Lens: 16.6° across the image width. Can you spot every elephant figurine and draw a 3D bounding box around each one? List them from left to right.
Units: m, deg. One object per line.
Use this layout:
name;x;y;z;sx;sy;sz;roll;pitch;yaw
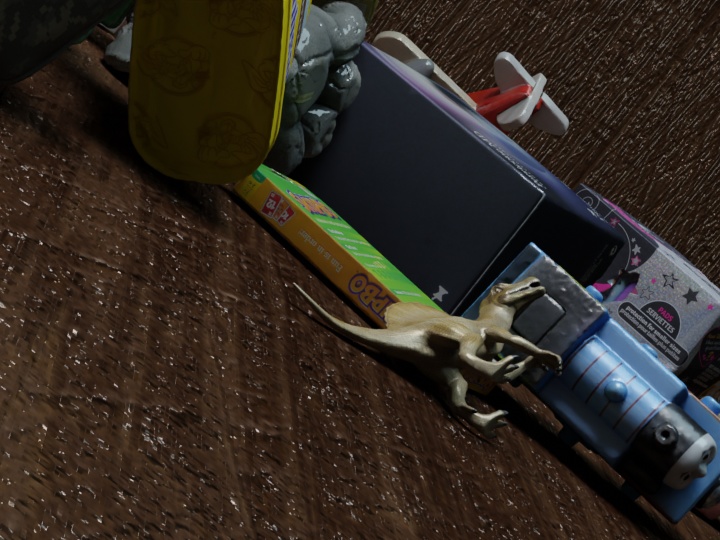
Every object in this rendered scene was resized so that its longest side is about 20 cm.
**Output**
elephant figurine;-0.109;-0.157;1.692;0.200;0.155;0.142;30;48;17

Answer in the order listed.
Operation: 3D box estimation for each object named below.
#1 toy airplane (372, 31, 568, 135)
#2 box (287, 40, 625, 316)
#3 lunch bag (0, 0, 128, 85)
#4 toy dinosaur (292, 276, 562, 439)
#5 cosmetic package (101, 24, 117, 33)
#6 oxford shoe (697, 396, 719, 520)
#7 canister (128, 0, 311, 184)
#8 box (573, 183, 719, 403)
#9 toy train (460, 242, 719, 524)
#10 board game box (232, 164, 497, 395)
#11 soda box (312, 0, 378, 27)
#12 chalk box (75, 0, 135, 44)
toy airplane;0.099;-0.125;2.368;0.200;0.141;0.199;27;-30;22
box;0.062;-0.052;1.795;0.200;0.123;0.198;41;9;23
lunch bag;-0.180;-0.217;1.284;0.168;0.200;0.139;38;-18;39
toy dinosaur;0.047;0.045;1.408;0.200;0.058;0.101;-5;36;-48
cosmetic package;-0.156;-0.278;1.804;0.051;0.200;0.083;45;9;38
oxford shoe;0.298;0.165;1.781;0.200;0.075;0.070;36;7;-24
canister;-0.075;-0.162;1.465;0.086;0.149;0.200;9;30;3
box;0.260;0.032;2.276;0.200;0.115;0.132;43;8;34
toy train;0.153;0.073;1.554;0.200;0.087;0.114;44;1;16
board game box;0.000;0.000;1.533;0.200;0.030;0.096;46;9;28
soda box;-0.076;-0.237;1.717;0.200;0.068;0.064;19;-18;-1
chalk box;-0.210;-0.235;1.577;0.200;0.125;0.124;41;7;27
